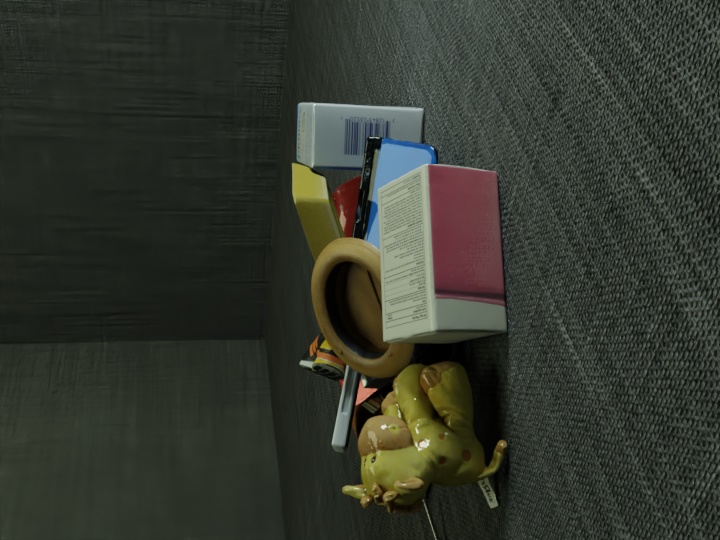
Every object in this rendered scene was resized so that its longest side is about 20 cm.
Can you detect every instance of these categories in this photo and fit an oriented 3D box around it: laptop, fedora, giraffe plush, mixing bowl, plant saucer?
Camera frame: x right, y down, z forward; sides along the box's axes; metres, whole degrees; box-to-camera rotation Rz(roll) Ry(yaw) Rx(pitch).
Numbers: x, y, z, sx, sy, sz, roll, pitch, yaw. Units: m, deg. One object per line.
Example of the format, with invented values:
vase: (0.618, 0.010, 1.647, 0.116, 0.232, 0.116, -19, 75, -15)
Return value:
laptop: (0.077, 0.100, 1.347, 0.178, 0.102, 0.201, 102, 155, -45)
fedora: (0.019, 0.045, 1.296, 0.199, 0.081, 0.203, 19, 120, 35)
giraffe plush: (0.059, 0.222, 1.141, 0.201, 0.161, 0.173, 55, 138, 26)
mixing bowl: (-0.002, -0.090, 1.748, 0.200, 0.107, 0.203, 179, 90, -78)
plant saucer: (-0.052, -0.057, 1.455, 0.200, 0.048, 0.202, -100, -8, -69)

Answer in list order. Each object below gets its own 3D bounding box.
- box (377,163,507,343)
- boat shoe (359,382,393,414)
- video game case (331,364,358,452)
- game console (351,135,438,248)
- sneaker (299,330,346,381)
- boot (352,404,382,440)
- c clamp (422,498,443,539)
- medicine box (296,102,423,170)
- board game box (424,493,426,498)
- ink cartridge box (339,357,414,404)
box: (0.098, -0.016, 1.163, 0.128, 0.108, 0.203, -20, 70, 61)
boat shoe: (0.039, 0.221, 1.625, 0.068, 0.072, 0.199, -51, 29, -9)
video game case: (-0.015, 0.182, 1.438, 0.200, 0.023, 0.184, 93, -172, -77)
game console: (0.055, -0.087, 1.377, 0.171, 0.117, 0.203, -26, -54, -76)
sneaker: (-0.049, 0.133, 1.595, 0.200, 0.069, 0.091, 153, 139, -77)
boot: (0.031, 0.253, 1.484, 0.156, 0.076, 0.202, -125, 15, -53)
c clamp: (0.106, 0.471, 1.433, 0.201, 0.027, 0.172, 104, 157, -47)
medicine box: (-0.006, -0.224, 1.572, 0.200, 0.180, 0.104, -139, 51, -76)
board game box: (0.089, 0.263, 1.458, 0.201, 0.023, 0.106, 92, 172, -45)
ink cartridge box: (-0.006, 0.111, 1.602, 0.176, 0.044, 0.202, -41, 54, 34)
